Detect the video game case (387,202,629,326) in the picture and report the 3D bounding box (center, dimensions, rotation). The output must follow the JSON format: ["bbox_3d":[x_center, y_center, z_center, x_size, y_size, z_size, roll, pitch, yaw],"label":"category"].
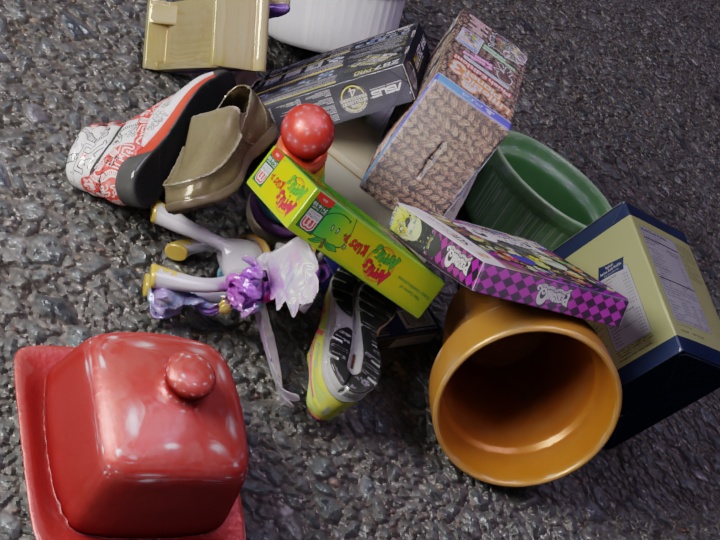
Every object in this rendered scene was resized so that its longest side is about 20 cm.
[{"bbox_3d":[0.151,-0.007,1.216,0.197,0.036,0.181,14,15,-31],"label":"video game case"}]

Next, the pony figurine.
[{"bbox_3d":[-0.111,0.013,1.152,0.197,0.168,0.195,8,39,-16],"label":"pony figurine"}]

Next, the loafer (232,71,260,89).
[{"bbox_3d":[-0.159,-0.169,1.340,0.071,0.073,0.201,45,39,-15],"label":"loafer"}]

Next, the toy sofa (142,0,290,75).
[{"bbox_3d":[-0.162,-0.261,1.311,0.096,0.199,0.084,2,95,-34],"label":"toy sofa"}]

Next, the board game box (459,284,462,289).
[{"bbox_3d":[0.169,0.036,1.466,0.104,0.024,0.202,24,41,-20],"label":"board game box"}]

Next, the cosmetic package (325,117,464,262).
[{"bbox_3d":[0.015,-0.099,1.367,0.199,0.073,0.104,37,35,-5],"label":"cosmetic package"}]

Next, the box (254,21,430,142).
[{"bbox_3d":[-0.026,-0.212,1.327,0.162,0.197,0.050,-70,142,-63],"label":"box"}]

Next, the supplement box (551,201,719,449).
[{"bbox_3d":[0.303,0.068,1.386,0.133,0.199,0.202,20,45,-41],"label":"supplement box"}]

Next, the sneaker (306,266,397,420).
[{"bbox_3d":[-0.020,0.072,1.204,0.077,0.091,0.201,30,36,-9],"label":"sneaker"}]

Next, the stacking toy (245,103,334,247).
[{"bbox_3d":[-0.066,-0.102,1.220,0.084,0.200,0.087,5,65,-11],"label":"stacking toy"}]

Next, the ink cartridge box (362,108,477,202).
[{"bbox_3d":[0.045,-0.148,1.479,0.199,0.088,0.146,37,38,-4],"label":"ink cartridge box"}]

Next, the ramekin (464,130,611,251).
[{"bbox_3d":[0.231,-0.083,1.549,0.198,0.098,0.201,28,28,-16],"label":"ramekin"}]

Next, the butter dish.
[{"bbox_3d":[-0.168,0.123,0.974,0.197,0.148,0.202,11,47,-36],"label":"butter dish"}]

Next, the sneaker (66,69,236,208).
[{"bbox_3d":[-0.217,-0.147,1.206,0.106,0.068,0.202,13,49,27],"label":"sneaker"}]

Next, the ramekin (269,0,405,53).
[{"bbox_3d":[-0.037,-0.346,1.530,0.197,0.099,0.201,10,20,-4],"label":"ramekin"}]

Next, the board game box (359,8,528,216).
[{"bbox_3d":[0.097,-0.170,1.318,0.096,0.160,0.201,32,35,-8],"label":"board game box"}]

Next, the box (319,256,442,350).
[{"bbox_3d":[0.000,0.000,1.338,0.120,0.032,0.202,-4,57,-44],"label":"box"}]

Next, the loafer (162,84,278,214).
[{"bbox_3d":[-0.146,-0.121,1.161,0.068,0.075,0.201,67,26,-24],"label":"loafer"}]

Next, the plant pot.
[{"bbox_3d":[0.165,0.098,1.279,0.198,0.201,0.184,27,24,-19],"label":"plant pot"}]

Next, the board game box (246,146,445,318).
[{"bbox_3d":[-0.012,-0.036,1.158,0.199,0.048,0.102,35,7,-40],"label":"board game box"}]
